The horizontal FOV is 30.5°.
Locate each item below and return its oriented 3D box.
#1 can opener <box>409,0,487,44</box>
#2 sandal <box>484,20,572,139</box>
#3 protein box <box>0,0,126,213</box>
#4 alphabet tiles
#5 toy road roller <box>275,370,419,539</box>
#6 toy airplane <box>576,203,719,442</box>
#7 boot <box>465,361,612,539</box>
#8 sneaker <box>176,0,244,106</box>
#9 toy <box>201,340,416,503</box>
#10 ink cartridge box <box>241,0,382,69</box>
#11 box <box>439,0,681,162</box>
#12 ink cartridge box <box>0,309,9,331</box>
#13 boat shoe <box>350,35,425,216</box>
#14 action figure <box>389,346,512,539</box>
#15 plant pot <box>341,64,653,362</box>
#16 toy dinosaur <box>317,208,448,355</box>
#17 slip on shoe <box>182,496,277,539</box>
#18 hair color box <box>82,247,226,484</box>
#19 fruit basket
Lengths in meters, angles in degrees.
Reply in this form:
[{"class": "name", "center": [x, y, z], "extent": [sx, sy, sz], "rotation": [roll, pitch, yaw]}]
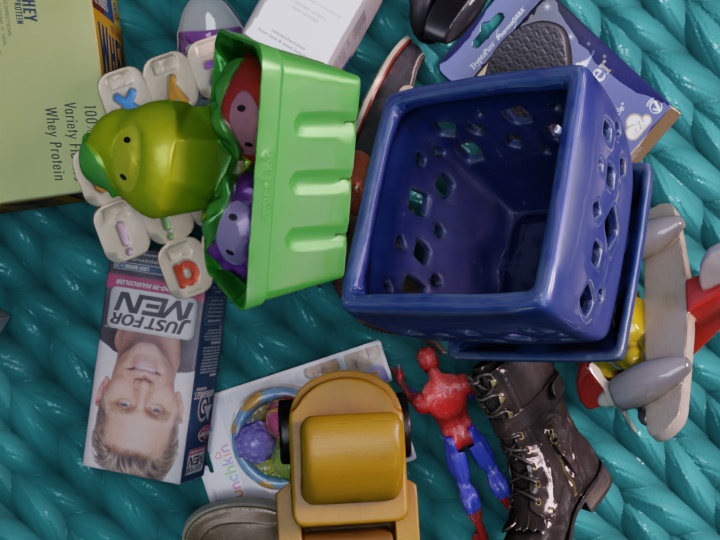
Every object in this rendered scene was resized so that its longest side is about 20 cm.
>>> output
[{"class": "can opener", "center": [0.113, -0.287, 1.200], "extent": [0.078, 0.063, 0.201], "rotation": [32, 81, 26]}, {"class": "sandal", "center": [0.145, -0.130, 1.177], "extent": [0.075, 0.043, 0.202], "rotation": [19, 124, 19]}, {"class": "protein box", "center": [-0.311, -0.154, 1.165], "extent": [0.197, 0.135, 0.202], "rotation": [-8, 91, 1]}, {"class": "alphabet tiles", "center": [-0.135, -0.086, 1.110], "extent": [0.198, 0.015, 0.198], "rotation": [-22, 101, -13]}, {"class": "toy road roller", "center": [-0.011, 0.186, 1.109], "extent": [0.121, 0.146, 0.203], "rotation": [-2, 79, -4]}, {"class": "toy airplane", "center": [0.252, 0.037, 1.131], "extent": [0.140, 0.200, 0.201], "rotation": [24, 91, -12]}, {"class": "boot", "center": [0.135, 0.159, 1.153], "extent": [0.069, 0.200, 0.176], "rotation": [-13, 112, 43]}, {"class": "sneaker", "center": [-0.129, -0.152, 1.175], "extent": [0.072, 0.114, 0.204], "rotation": [-7, 90, 2]}, {"class": "toy", "center": [-0.058, 0.150, 1.211], "extent": [0.197, 0.047, 0.117], "rotation": [-18, 89, 0]}, {"class": "ink cartridge box", "center": [-0.017, -0.263, 1.155], "extent": [0.084, 0.145, 0.202], "rotation": [29, 91, 0]}, {"class": "box", "center": [0.180, -0.164, 1.212], "extent": [0.200, 0.032, 0.121], "rotation": [42, 91, 1]}, {"class": "ink cartridge box", "center": [-0.427, 0.019, 1.163], "extent": [0.199, 0.146, 0.086], "rotation": [37, 90, 0]}, {"class": "boat shoe", "center": [0.023, -0.125, 1.161], "extent": [0.062, 0.071, 0.201], "rotation": [26, 52, -2]}, {"class": "action figure", "center": [0.087, 0.147, 1.209], "extent": [0.065, 0.099, 0.202], "rotation": [-24, 113, -2]}, {"class": "plant pot", "center": [0.124, -0.028, 1.067], "extent": [0.198, 0.179, 0.203], "rotation": [-2, 66, 38]}, {"class": "toy dinosaur", "center": [0.000, 0.000, 1.193], "extent": [0.134, 0.086, 0.202], "rotation": [-29, 95, 1]}, {"class": "slip on shoe", "center": [-0.066, 0.261, 1.199], "extent": [0.197, 0.061, 0.077], "rotation": [14, 114, -3]}, {"class": "hair color box", "center": [-0.183, 0.083, 1.196], "extent": [0.099, 0.060, 0.203], "rotation": [8, 91, 14]}, {"class": "fruit basket", "center": [-0.115, -0.084, 1.035], "extent": [0.213, 0.155, 0.219], "rotation": [-6, 107, -20]}]
